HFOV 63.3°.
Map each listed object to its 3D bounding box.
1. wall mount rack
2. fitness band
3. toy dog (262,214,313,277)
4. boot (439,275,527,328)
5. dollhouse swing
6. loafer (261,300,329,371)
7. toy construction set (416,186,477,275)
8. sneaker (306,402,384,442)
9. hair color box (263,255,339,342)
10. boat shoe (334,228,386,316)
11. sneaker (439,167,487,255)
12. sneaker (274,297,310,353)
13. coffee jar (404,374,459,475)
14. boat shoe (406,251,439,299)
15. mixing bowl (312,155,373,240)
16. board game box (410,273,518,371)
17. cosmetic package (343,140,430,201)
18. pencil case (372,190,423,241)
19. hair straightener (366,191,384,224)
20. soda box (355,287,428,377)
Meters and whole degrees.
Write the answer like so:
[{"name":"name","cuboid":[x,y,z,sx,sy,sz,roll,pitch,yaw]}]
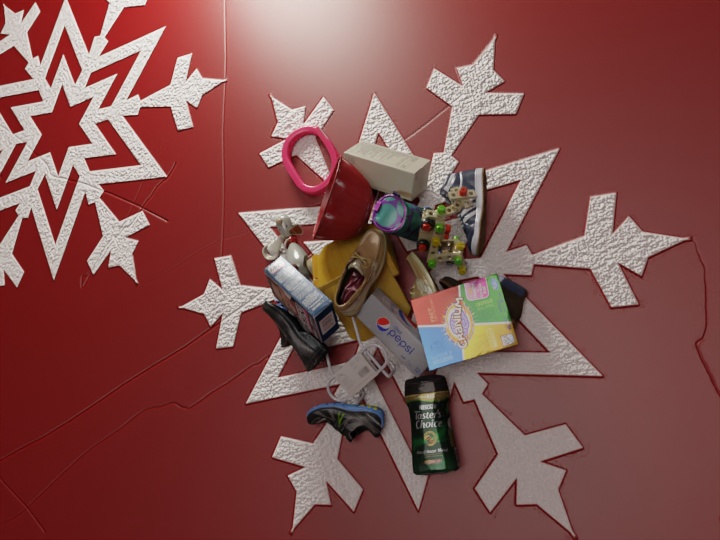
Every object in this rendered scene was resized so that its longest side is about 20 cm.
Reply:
[{"name":"wall mount rack","cuboid":[-0.017,0.201,1.343,0.175,0.074,0.200,49,119,3]},{"name":"fitness band","cuboid":[-0.132,-0.295,1.555,0.142,0.037,0.203,-38,67,12]},{"name":"toy dog","cuboid":[-0.180,-0.051,1.484,0.199,0.096,0.133,42,94,23]},{"name":"boot","cuboid":[0.277,0.045,1.309,0.197,0.075,0.098,32,80,14]},{"name":"dollhouse swing","cuboid":[0.010,0.029,1.412,0.196,0.177,0.184,-27,36,12]},{"name":"loafer","cuboid":[-0.165,0.150,1.366,0.198,0.073,0.073,39,89,19]},{"name":"toy construction set","cuboid":[0.189,-0.085,1.278,0.126,0.093,0.206,7,124,1]},{"name":"sneaker","cuboid":[-0.040,0.352,1.356,0.192,0.071,0.086,0,74,19]},{"name":"hair color box","cuboid":[-0.137,0.065,1.355,0.060,0.102,0.199,-36,53,-20]},{"name":"boat shoe","cuboid":[0.000,0.000,1.278,0.072,0.066,0.206,17,82,24]},{"name":"sneaker","cuboid":[0.237,-0.135,1.358,0.105,0.070,0.208,0,77,21]},{"name":"sneaker","cuboid":[-0.128,0.117,1.436,0.114,0.080,0.203,-34,67,13]},{"name":"coffee jar","cuboid":[0.153,0.335,1.278,0.101,0.085,0.208,-11,74,18]},{"name":"boat shoe","cuboid":[0.148,0.054,1.341,0.065,0.074,0.204,-29,70,7]},{"name":"mixing bowl","cuboid":[-0.034,-0.152,1.371,0.105,0.200,0.207,19,85,-8]},{"name":"board game box","cuboid":[0.219,0.112,1.245,0.193,0.040,0.158,-17,78,4]},{"name":"cosmetic package","cuboid":[0.063,-0.245,1.423,0.195,0.105,0.073,22,126,24]},{"name":"pencil case","cuboid":[0.102,-0.119,1.335,0.092,0.198,0.086,44,105,23]},{"name":"hair straightener","cuboid":[0.006,-0.125,1.462,0.074,0.041,0.208,12,88,13]},{"name":"soda box","cuboid":[0.084,0.138,1.310,0.200,0.063,0.069,44,110,4]}]
